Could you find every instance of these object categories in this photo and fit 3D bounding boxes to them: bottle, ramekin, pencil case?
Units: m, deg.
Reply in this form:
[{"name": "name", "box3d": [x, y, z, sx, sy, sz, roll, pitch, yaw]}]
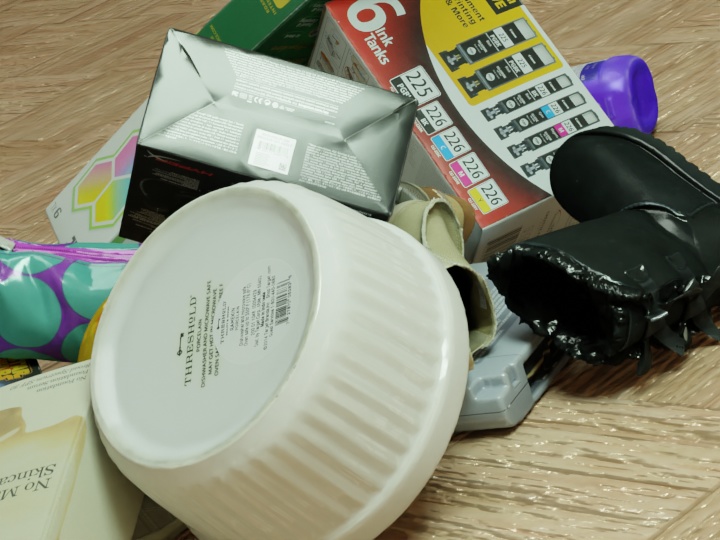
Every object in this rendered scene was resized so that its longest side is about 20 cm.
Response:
[{"name": "bottle", "box3d": [0.123, -0.114, 1.797, 0.199, 0.066, 0.083, -11, 9, 22]}, {"name": "ramekin", "box3d": [-0.051, 0.048, 1.249, 0.199, 0.105, 0.201, -21, 53, 31]}, {"name": "pencil case", "box3d": [-0.185, 0.015, 1.589, 0.198, 0.093, 0.085, 2, 32, 2]}]

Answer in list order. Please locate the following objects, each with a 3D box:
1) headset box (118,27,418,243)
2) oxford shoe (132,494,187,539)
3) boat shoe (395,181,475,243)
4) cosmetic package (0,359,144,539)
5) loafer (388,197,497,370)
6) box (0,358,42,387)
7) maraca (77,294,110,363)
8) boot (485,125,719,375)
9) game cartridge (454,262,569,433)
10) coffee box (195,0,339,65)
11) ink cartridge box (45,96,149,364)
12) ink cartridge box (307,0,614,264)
[{"name": "headset box", "box3d": [-0.059, -0.055, 1.392, 0.148, 0.078, 0.200, 16, -16, -4]}, {"name": "oxford shoe", "box3d": [-0.115, 0.118, 1.354, 0.199, 0.058, 0.075, -29, 23, -27]}, {"name": "boat shoe", "box3d": [0.000, 0.000, 1.547, 0.073, 0.076, 0.199, -4, -15, -41]}, {"name": "cosmetic package", "box3d": [-0.181, 0.141, 1.243, 0.105, 0.071, 0.200, -18, 29, 17]}, {"name": "loafer", "box3d": [0.045, 0.019, 1.365, 0.068, 0.076, 0.200, -12, 28, 15]}, {"name": "box", "box3d": [-0.270, 0.102, 1.557, 0.136, 0.040, 0.200, -14, 17, -10]}, {"name": "maraca", "box3d": [-0.117, 0.057, 1.473, 0.136, 0.108, 0.200, -19, -9, -15]}, {"name": "boot", "box3d": [0.142, -0.015, 1.398, 0.162, 0.074, 0.198, -20, 37, -37]}, {"name": "game cartridge", "box3d": [0.065, 0.046, 1.430, 0.132, 0.041, 0.200, -4, 22, 29]}, {"name": "coffee box", "box3d": [-0.017, -0.200, 1.627, 0.200, 0.044, 0.123, -40, -15, 33]}, {"name": "ink cartridge box", "box3d": [-0.165, -0.037, 1.682, 0.200, 0.059, 0.104, -46, 34, 9]}, {"name": "ink cartridge box", "box3d": [0.091, -0.116, 1.616, 0.175, 0.201, 0.084, -26, -22, -24]}]
